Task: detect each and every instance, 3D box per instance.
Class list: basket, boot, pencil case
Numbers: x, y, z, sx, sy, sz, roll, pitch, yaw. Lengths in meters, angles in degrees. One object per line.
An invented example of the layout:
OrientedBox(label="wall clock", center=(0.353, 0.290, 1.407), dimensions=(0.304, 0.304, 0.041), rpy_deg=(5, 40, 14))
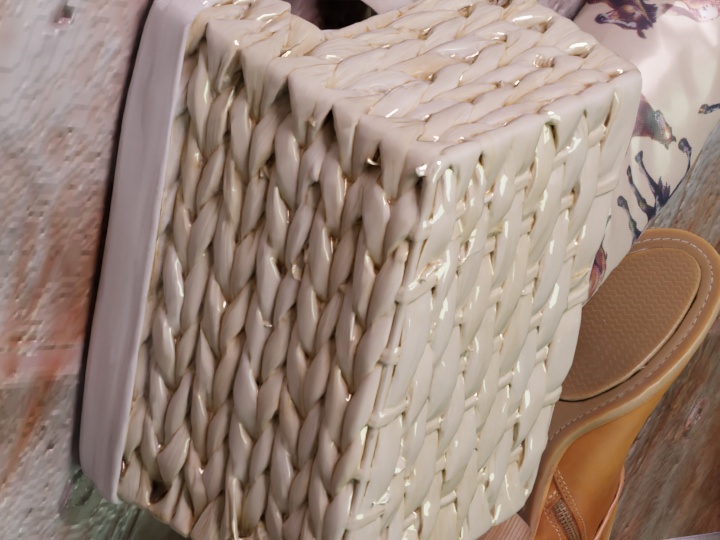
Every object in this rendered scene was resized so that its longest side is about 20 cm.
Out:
OrientedBox(label="basket", center=(0.000, 0.000, 0.847), dimensions=(0.135, 0.123, 0.201), rpy_deg=(-25, 138, -46))
OrientedBox(label="boot", center=(0.100, 0.081, 1.138), dimensions=(0.200, 0.074, 0.155), rpy_deg=(-46, 150, -2))
OrientedBox(label="pencil case", center=(0.096, -0.047, 1.011), dimensions=(0.200, 0.078, 0.090), rpy_deg=(-52, 132, -16))

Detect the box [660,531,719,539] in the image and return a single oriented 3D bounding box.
OrientedBox(label="box", center=(0.080, 0.182, 1.098), dimensions=(0.199, 0.049, 0.159), rpy_deg=(-4, 144, -25))
